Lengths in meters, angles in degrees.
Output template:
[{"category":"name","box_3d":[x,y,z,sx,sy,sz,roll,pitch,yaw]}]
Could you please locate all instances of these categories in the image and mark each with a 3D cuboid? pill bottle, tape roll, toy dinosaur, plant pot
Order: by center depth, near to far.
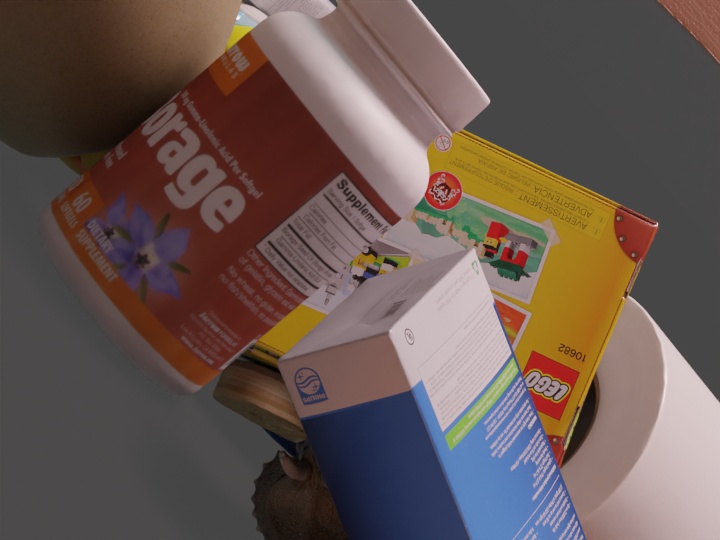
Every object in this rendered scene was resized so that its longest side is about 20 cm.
[{"category":"toy dinosaur","box_3d":[0.009,0.130,1.014,0.201,0.076,0.103,60,32,-26]},{"category":"pill bottle","box_3d":[-0.042,-0.045,1.024,0.112,0.200,0.112,49,4,-4]},{"category":"plant pot","box_3d":[-0.136,-0.133,1.067,0.200,0.199,0.136,-119,-164,-69]},{"category":"tape roll","box_3d":[0.132,0.126,1.395,0.139,0.202,0.203,46,6,-40]}]

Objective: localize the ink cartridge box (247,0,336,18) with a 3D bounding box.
[{"category":"ink cartridge box","box_3d":[-0.106,-0.231,1.429,0.200,0.041,0.200,46,4,30]}]

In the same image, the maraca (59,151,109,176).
[{"category":"maraca","box_3d":[-0.117,-0.097,1.203,0.200,0.106,0.138,37,-43,48]}]

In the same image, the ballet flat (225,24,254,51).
[{"category":"ballet flat","box_3d":[-0.019,-0.074,1.316,0.199,0.067,0.067,35,26,-29]}]

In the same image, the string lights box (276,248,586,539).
[{"category":"string lights box","box_3d":[0.044,0.105,0.944,0.103,0.059,0.201,-40,111,-59]}]

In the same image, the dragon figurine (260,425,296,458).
[{"category":"dragon figurine","box_3d":[-0.027,0.064,1.193,0.200,0.059,0.099,47,5,14]}]

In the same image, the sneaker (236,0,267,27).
[{"category":"sneaker","box_3d":[-0.140,-0.139,1.344,0.198,0.075,0.082,11,17,-3]}]

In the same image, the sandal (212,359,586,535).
[{"category":"sandal","box_3d":[0.010,0.122,1.128,0.211,0.070,0.078,28,-13,-17]}]

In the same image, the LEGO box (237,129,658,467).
[{"category":"LEGO box","box_3d":[0.030,0.008,1.132,0.199,0.150,0.077,25,-12,-1]}]
